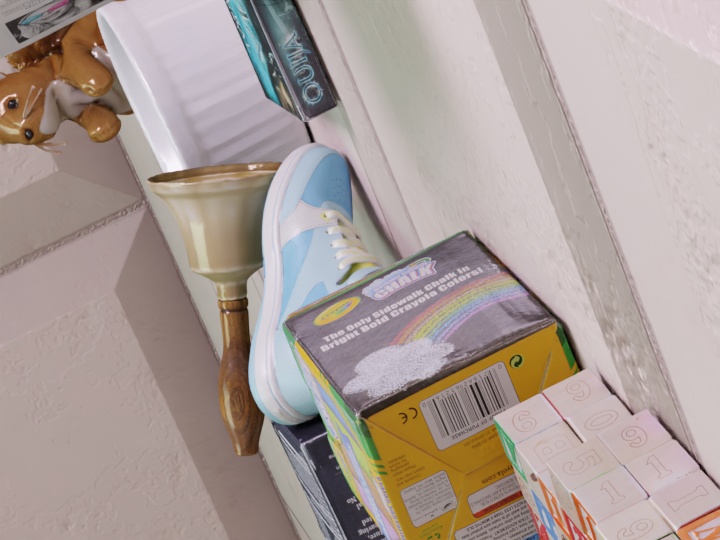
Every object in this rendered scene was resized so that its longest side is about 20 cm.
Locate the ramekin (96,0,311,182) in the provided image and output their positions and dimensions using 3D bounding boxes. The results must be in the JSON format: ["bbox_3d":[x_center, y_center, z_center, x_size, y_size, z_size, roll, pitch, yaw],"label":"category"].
[{"bbox_3d":[-0.111,-0.124,2.040,0.201,0.097,0.201,62,173,13],"label":"ramekin"}]

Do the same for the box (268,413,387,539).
[{"bbox_3d":[0.034,0.164,1.901,0.200,0.123,0.199,-142,28,-77],"label":"box"}]

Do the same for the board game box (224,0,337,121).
[{"bbox_3d":[-0.078,-0.201,1.820,0.201,0.028,0.135,66,173,-14],"label":"board game box"}]

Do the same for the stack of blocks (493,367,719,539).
[{"bbox_3d":[0.135,0.129,1.329,0.200,0.058,0.115,54,167,55],"label":"stack of blocks"}]

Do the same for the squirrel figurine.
[{"bbox_3d":[-0.290,-0.197,2.700,0.200,0.186,0.142,57,170,43],"label":"squirrel figurine"}]

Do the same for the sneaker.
[{"bbox_3d":[0.000,0.000,1.821,0.079,0.130,0.201,27,-121,-44],"label":"sneaker"}]

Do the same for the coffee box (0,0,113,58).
[{"bbox_3d":[-0.154,-0.261,1.472,0.200,0.199,0.198,63,172,3],"label":"coffee box"}]

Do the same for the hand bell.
[{"bbox_3d":[-0.089,0.030,1.911,0.104,0.104,0.201,-149,54,-77],"label":"hand bell"}]

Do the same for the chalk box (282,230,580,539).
[{"bbox_3d":[0.043,0.070,1.523,0.124,0.124,0.200,67,173,-23],"label":"chalk box"}]
